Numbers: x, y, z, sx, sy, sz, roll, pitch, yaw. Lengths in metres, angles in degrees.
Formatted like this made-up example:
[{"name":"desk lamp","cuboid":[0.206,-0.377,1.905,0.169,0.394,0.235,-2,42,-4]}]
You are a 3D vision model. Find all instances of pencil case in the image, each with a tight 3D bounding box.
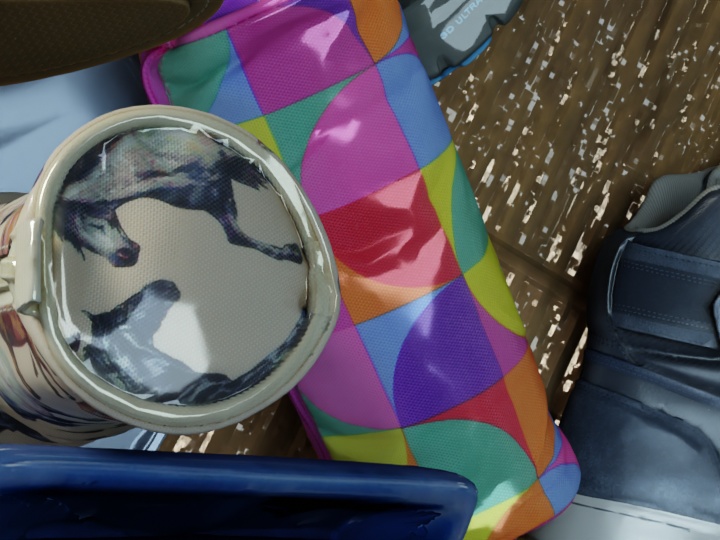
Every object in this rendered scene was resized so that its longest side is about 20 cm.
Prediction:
[{"name":"pencil case","cuboid":[-0.071,0.007,0.738,0.089,0.200,0.078,-8,87,-19]},{"name":"pencil case","cuboid":[0.000,0.000,0.854,0.088,0.088,0.200,-27,105,-22]}]

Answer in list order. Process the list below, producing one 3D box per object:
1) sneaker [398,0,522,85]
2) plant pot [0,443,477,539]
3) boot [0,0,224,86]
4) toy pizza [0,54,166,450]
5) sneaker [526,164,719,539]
[{"name":"sneaker","cuboid":[0.053,-0.149,0.898,0.082,0.073,0.200,46,72,-15]},{"name":"plant pot","cuboid":[-0.035,0.156,0.727,0.200,0.180,0.200,5,119,-40]},{"name":"boot","cuboid":[-0.136,-0.134,0.794,0.199,0.077,0.156,0,70,3]},{"name":"toy pizza","cuboid":[-0.140,-0.003,0.834,0.200,0.032,0.201,1,87,-24]},{"name":"sneaker","cuboid":[0.163,0.039,0.936,0.202,0.077,0.147,13,86,-21]}]
